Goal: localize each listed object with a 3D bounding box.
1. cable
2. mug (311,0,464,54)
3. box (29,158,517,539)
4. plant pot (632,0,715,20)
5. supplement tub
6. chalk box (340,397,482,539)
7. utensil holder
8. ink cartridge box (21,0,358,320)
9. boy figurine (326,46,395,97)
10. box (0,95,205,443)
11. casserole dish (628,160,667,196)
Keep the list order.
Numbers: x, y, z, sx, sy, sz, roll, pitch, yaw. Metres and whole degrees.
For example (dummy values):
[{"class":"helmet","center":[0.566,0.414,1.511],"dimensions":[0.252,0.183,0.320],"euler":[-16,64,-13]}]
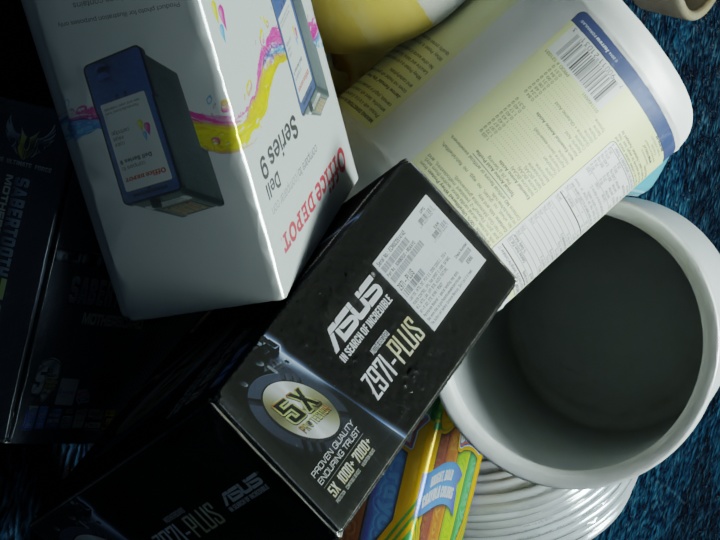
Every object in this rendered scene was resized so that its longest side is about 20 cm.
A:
[{"class":"cable","center":[0.093,0.109,1.662],"dimensions":[0.200,0.199,0.069],"euler":[-56,147,-39]},{"class":"mug","center":[-0.022,-0.197,1.253],"dimensions":[0.153,0.149,0.188],"euler":[51,49,-56]},{"class":"box","center":[-0.040,0.061,1.174],"dimensions":[0.164,0.086,0.200],"euler":[-35,-168,45]},{"class":"plant pot","center":[0.161,-0.280,1.628],"dimensions":[0.200,0.173,0.201],"euler":[14,90,-69]},{"class":"supplement tub","center":[0.063,-0.065,1.315],"dimensions":[0.200,0.145,0.145],"euler":[-41,154,-4]},{"class":"chalk box","center":[0.007,0.102,1.538],"dimensions":[0.125,0.123,0.201],"euler":[10,94,-70]},{"class":"utensil holder","center":[0.143,0.034,1.486],"dimensions":[0.200,0.169,0.171],"euler":[-16,118,-76]},{"class":"ink cartridge box","center":[-0.078,-0.098,1.132],"dimensions":[0.145,0.087,0.201],"euler":[-58,138,-61]},{"class":"boy figurine","center":[0.000,-0.136,1.401],"dimensions":[0.200,0.125,0.064],"euler":[-21,159,-47]},{"class":"box","center":[-0.130,0.005,1.217],"dimensions":[0.200,0.051,0.159],"euler":[12,90,-70]},{"class":"casserole dish","center":[0.124,-0.075,1.540],"dimensions":[0.200,0.120,0.039],"euler":[-2,104,-70]}]
